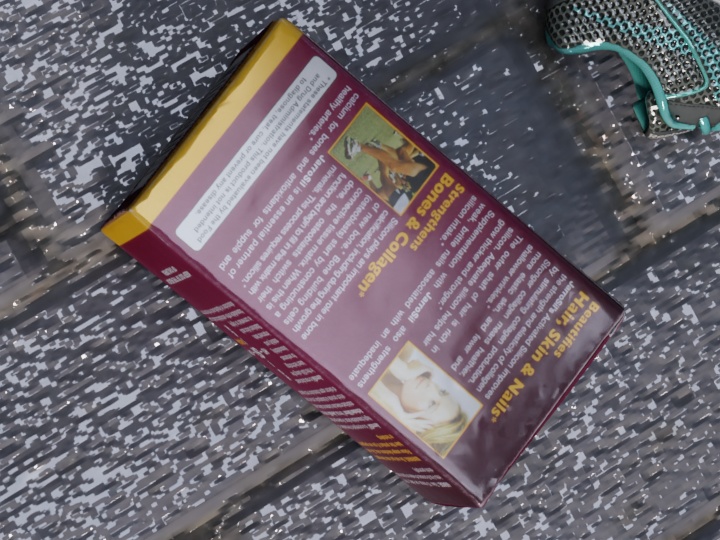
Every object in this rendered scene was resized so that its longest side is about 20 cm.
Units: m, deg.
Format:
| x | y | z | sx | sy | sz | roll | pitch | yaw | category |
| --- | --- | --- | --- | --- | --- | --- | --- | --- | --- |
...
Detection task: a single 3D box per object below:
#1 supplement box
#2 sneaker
| x | y | z | sx | sy | sz | roll | pitch | yaw | category |
| --- | --- | --- | --- | --- | --- | --- | --- | --- | --- |
| 0.000 | 0.000 | 1.043 | 0.200 | 0.086 | 0.111 | 40 | 77 | -9 | supplement box |
| 0.169 | -0.093 | 1.112 | 0.199 | 0.078 | 0.092 | 33 | 94 | -7 | sneaker |
